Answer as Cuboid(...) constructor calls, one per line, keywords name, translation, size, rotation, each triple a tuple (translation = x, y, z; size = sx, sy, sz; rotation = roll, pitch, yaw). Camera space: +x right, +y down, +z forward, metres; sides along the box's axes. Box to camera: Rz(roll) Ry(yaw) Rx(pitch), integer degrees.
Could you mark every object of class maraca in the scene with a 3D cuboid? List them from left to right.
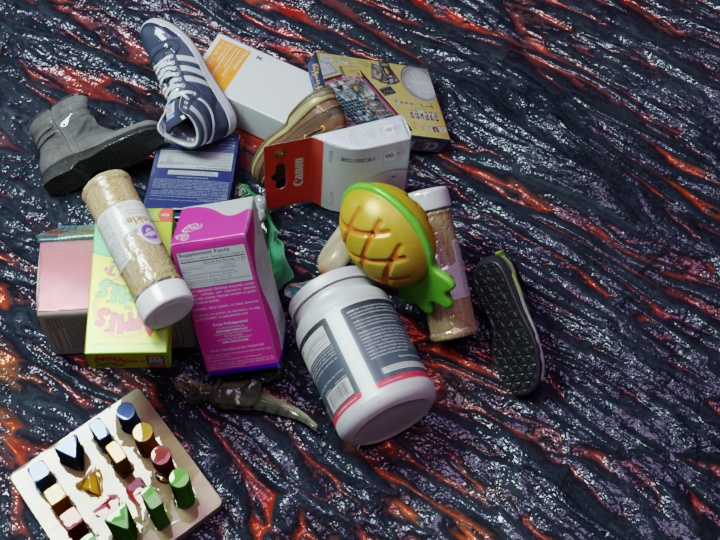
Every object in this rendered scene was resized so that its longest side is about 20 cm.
Cuboid(name="maraca", translation=(0.047, -0.028, 1.566), size=(0.107, 0.137, 0.201), rotation=(-42, 101, -28))

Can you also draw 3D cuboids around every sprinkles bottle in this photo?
Cuboid(name="sprinkles bottle", translation=(-0.274, -0.027, 1.489), size=(0.068, 0.068, 0.201), rotation=(-25, 66, -15))
Cuboid(name="sprinkles bottle", translation=(0.106, -0.009, 1.641), size=(0.067, 0.068, 0.203), rotation=(-13, 90, -9))

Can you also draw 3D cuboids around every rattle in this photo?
Cuboid(name="rattle", translation=(0.000, 0.000, 1.671), size=(0.143, 0.129, 0.201), rotation=(50, 44, -22))

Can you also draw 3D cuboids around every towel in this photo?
Cuboid(name="towel", translation=(-0.331, -0.055, 1.669), size=(0.197, 0.147, 0.022), rotation=(-3, 96, -3))

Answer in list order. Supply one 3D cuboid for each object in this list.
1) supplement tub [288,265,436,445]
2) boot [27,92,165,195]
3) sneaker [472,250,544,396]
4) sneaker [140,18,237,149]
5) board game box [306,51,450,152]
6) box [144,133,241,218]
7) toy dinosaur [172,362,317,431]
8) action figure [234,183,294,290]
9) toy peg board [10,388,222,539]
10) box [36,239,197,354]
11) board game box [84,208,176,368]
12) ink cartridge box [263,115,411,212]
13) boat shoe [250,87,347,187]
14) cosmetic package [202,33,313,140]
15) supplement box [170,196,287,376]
Cuboid(name="supplement tub", translation=(0.000, 0.111, 1.584), size=(0.139, 0.141, 0.201), rotation=(-21, 65, -13))
Cuboid(name="boot", translation=(-0.387, -0.207, 1.760), size=(0.198, 0.070, 0.133), rotation=(-21, 64, 3))
Cuboid(name="sneaker", translation=(0.216, 0.068, 1.655), size=(0.071, 0.082, 0.203), rotation=(-18, 81, 32))
Cuboid(name="sneaker", translation=(-0.266, -0.263, 1.733), size=(0.201, 0.070, 0.108), rotation=(54, 39, -5))
Cuboid(name="board game box", translation=(0.027, -0.246, 1.791), size=(0.198, 0.035, 0.137), rotation=(3, 58, -31))
Cuboid(name="box", translation=(-0.239, -0.128, 1.731), size=(0.119, 0.033, 0.201), rotation=(3, 41, -1))
Cuboid(name="toy dinosaur", translation=(-0.145, 0.151, 1.614), size=(0.197, 0.048, 0.089), rotation=(13, 68, 2))
Cuboid(name="action figure", translation=(-0.155, -0.044, 1.698), size=(0.117, 0.055, 0.202), rotation=(-28, 47, 19))
Cuboid(name="toy peg board", translation=(-0.309, 0.262, 1.516), size=(0.199, 0.098, 0.199), rotation=(-34, 68, -19))
Cuboid(name="box", translation=(-0.320, 0.033, 1.621), size=(0.197, 0.128, 0.110), rotation=(-3, 62, -5))
Cuboid(name="board game box", translation=(-0.286, 0.020, 1.530), size=(0.100, 0.048, 0.202), rotation=(0, 63, -3))
Cuboid(name="ink cartridge box", translation=(-0.032, -0.132, 1.701), size=(0.198, 0.163, 0.058), rotation=(-18, 62, -12))
Cuboid(name="boat shoe", translation=(-0.088, -0.172, 1.713), size=(0.072, 0.200, 0.068), rotation=(-21, 74, -46))
Cuboid(name="cosmetic package", translation=(-0.149, -0.262, 1.819), size=(0.198, 0.071, 0.102), rotation=(24, 63, 10))
Cuboid(name="supplement box", translation=(-0.165, 0.022, 1.561), size=(0.102, 0.202, 0.102), rotation=(-7, 29, 6))
